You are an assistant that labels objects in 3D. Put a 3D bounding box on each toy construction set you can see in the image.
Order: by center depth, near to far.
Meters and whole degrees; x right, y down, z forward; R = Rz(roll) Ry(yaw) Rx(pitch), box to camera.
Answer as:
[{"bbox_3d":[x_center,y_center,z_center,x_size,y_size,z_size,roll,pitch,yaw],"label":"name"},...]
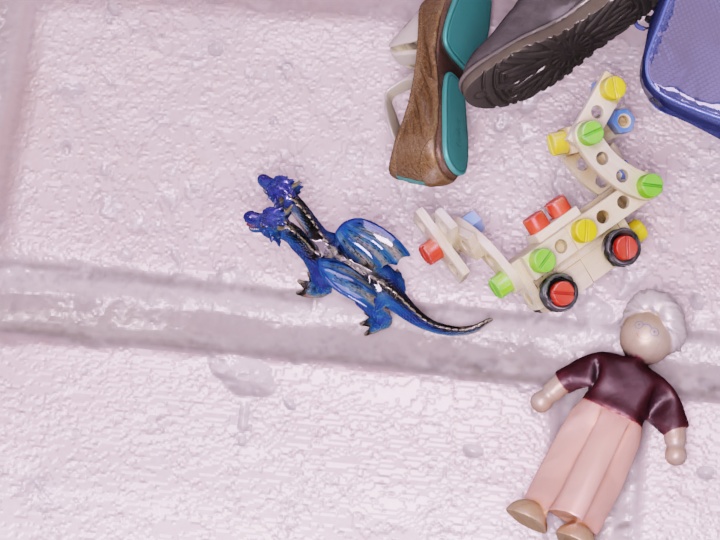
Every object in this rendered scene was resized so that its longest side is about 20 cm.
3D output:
[{"bbox_3d":[0.142,-0.046,1.733,0.199,0.092,0.132,-32,97,-1],"label":"toy construction set"}]

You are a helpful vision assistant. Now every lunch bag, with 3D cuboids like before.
[{"bbox_3d":[0.302,-0.163,1.751,0.199,0.132,0.137,23,89,9],"label":"lunch bag"}]

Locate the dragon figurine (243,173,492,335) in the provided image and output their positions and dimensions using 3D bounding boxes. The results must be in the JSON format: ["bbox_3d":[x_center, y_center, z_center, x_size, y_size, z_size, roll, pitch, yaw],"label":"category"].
[{"bbox_3d":[0.000,0.000,1.718,0.199,0.100,0.059,30,75,11],"label":"dragon figurine"}]

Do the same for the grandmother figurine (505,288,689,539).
[{"bbox_3d":[0.188,0.107,1.699,0.121,0.061,0.201,26,76,1],"label":"grandmother figurine"}]

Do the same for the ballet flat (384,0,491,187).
[{"bbox_3d":[0.054,-0.151,1.787,0.072,0.068,0.201,-8,59,28],"label":"ballet flat"}]

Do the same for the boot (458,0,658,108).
[{"bbox_3d":[0.116,-0.240,1.761,0.181,0.073,0.201,-31,62,-2],"label":"boot"}]
